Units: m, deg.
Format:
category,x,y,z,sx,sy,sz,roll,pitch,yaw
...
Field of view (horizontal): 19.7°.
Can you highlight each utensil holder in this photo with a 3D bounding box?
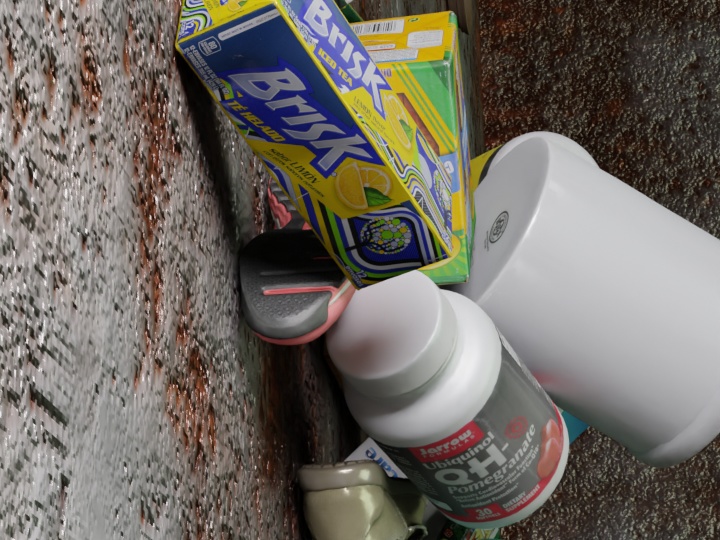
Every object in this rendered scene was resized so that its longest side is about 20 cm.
category,x,y,z,sx,sy,sz,roll,pitch,yaw
utensil holder,0.171,0.020,1.478,0.170,0.199,0.170,-52,-163,24

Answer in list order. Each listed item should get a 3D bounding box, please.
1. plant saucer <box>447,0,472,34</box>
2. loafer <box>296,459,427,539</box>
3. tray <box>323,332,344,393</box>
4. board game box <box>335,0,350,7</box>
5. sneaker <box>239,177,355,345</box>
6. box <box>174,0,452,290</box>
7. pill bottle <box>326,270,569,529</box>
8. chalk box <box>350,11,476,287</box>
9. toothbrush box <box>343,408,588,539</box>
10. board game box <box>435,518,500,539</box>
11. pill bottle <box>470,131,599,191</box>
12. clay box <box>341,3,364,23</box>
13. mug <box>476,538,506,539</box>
category,x,y,z,sx,sy,sz,roll,pitch,yaw
plant saucer,0.144,-0.449,3.064,0.200,0.029,0.202,-4,90,-83
loafer,-0.001,0.173,1.410,0.200,0.075,0.069,40,49,-70
tray,0.000,0.000,1.600,0.099,0.037,0.201,64,22,-55
board game box,-0.019,-0.262,1.348,0.023,0.104,0.201,37,-30,36
sneaker,-0.027,0.009,1.260,0.200,0.073,0.087,-76,165,-64
box,-0.021,-0.084,1.128,0.200,0.064,0.070,53,27,-37
pill bottle,0.055,0.082,1.367,0.200,0.110,0.111,50,33,-49
chalk box,0.014,-0.060,1.417,0.124,0.124,0.202,-76,160,-68
toothbrush box,0.091,0.134,1.644,0.085,0.200,0.147,43,-9,21
board game box,0.048,0.265,1.558,0.201,0.023,0.105,-57,158,-23
pill bottle,0.102,-0.031,1.655,0.200,0.113,0.115,-26,-117,59
clay box,0.021,-0.131,1.610,0.115,0.048,0.200,51,1,10
mug,0.048,0.263,1.433,0.152,0.114,0.185,-53,178,16
